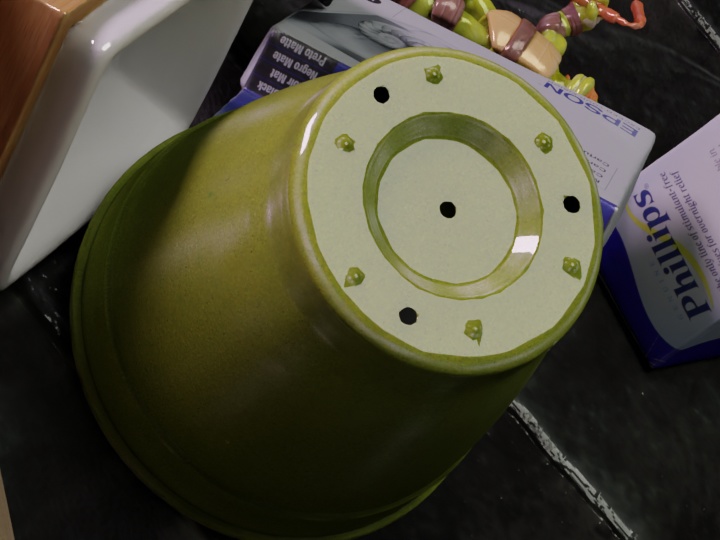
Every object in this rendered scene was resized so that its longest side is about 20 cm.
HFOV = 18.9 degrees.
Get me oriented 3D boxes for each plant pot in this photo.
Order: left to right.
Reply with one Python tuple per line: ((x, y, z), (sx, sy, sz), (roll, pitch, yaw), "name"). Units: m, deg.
((0.000, 0.000, 0.889), (0.200, 0.193, 0.201), (6, 73, -20), "plant pot")

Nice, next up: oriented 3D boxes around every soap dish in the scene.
((-0.123, -0.095, 0.943), (0.081, 0.157, 0.200), (34, 35, 4), "soap dish")

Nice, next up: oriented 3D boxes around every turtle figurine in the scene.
((0.087, -0.140, 1.284), (0.161, 0.064, 0.200), (39, 45, -4), "turtle figurine")

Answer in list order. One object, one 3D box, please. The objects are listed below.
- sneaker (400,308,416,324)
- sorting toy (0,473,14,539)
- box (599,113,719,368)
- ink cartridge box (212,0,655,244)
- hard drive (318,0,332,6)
((0.008, -0.018, 1.092), (0.200, 0.073, 0.112), (22, 38, -42), "sneaker")
((-0.149, 0.070, 0.756), (0.036, 0.200, 0.185), (-13, 62, -7), "sorting toy")
((0.265, -0.040, 1.271), (0.184, 0.200, 0.105), (-6, 64, -50), "box")
((0.045, -0.075, 1.107), (0.199, 0.041, 0.200), (27, 24, 5), "ink cartridge box")
((-0.093, -0.213, 1.076), (0.200, 0.038, 0.140), (35, 0, 8), "hard drive")
